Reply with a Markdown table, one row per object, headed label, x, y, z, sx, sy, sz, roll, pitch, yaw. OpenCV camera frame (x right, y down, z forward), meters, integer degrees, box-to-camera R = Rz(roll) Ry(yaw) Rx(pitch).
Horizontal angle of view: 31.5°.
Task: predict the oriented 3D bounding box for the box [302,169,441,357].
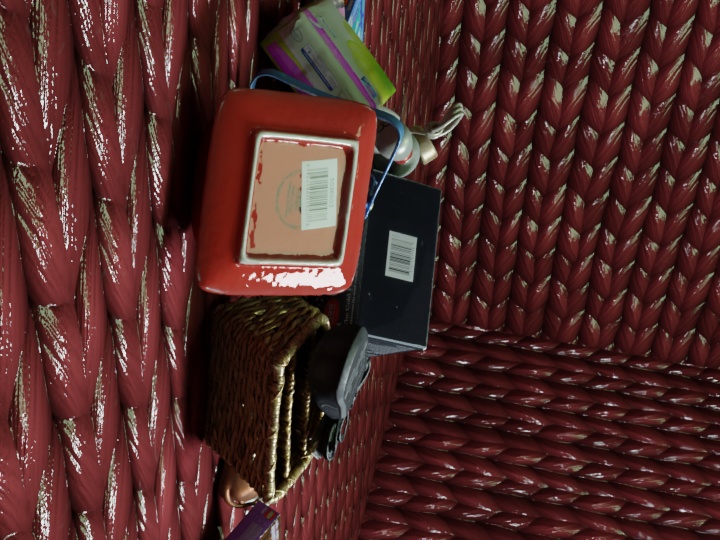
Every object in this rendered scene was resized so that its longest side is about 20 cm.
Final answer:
| label | x | y | z | sx | sy | sz | roll | pitch | yaw |
| --- | --- | --- | --- | --- | --- | --- | --- | --- | --- |
| box | 0.000 | 0.000 | 1.569 | 0.182 | 0.104 | 0.201 | -17 | -117 | 58 |

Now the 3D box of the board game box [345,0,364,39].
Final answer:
| label | x | y | z | sx | sy | sz | roll | pitch | yaw |
| --- | --- | --- | --- | --- | --- | --- | --- | --- | --- |
| board game box | -0.030 | -0.319 | 1.888 | 0.153 | 0.045 | 0.201 | -74 | 171 | -46 |

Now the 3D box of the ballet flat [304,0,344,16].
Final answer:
| label | x | y | z | sx | sy | sz | roll | pitch | yaw |
| --- | --- | --- | --- | --- | --- | --- | --- | --- | --- |
| ballet flat | -0.049 | -0.304 | 1.721 | 0.071 | 0.069 | 0.200 | -56 | 158 | -26 |

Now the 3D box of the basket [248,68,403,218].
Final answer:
| label | x | y | z | sx | sy | sz | roll | pitch | yaw |
| --- | --- | --- | --- | --- | --- | --- | --- | --- | --- |
| basket | -0.057 | -0.109 | 1.429 | 0.139 | 0.175 | 0.201 | -59 | 169 | -62 |

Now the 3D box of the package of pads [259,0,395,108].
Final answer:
| label | x | y | z | sx | sy | sz | roll | pitch | yaw |
| --- | --- | --- | --- | --- | --- | --- | --- | --- | --- |
| package of pads | -0.038 | -0.247 | 1.547 | 0.155 | 0.068 | 0.200 | 53 | 18 | -7 |

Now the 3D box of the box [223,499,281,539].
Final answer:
| label | x | y | z | sx | sy | sz | roll | pitch | yaw |
| --- | --- | --- | --- | --- | --- | --- | --- | --- | --- |
| box | -0.157 | 0.408 | 1.668 | 0.137 | 0.039 | 0.201 | -47 | 154 | -33 |

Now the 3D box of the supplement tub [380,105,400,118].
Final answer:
| label | x | y | z | sx | sy | sz | roll | pitch | yaw |
| --- | --- | --- | --- | --- | --- | --- | --- | --- | --- |
| supplement tub | -0.024 | -0.128 | 1.784 | 0.144 | 0.143 | 0.201 | 68 | 32 | -77 |

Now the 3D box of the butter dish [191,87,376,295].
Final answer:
| label | x | y | z | sx | sy | sz | roll | pitch | yaw |
| --- | --- | --- | --- | --- | --- | --- | --- | --- | --- |
| butter dish | -0.101 | -0.084 | 1.300 | 0.199 | 0.147 | 0.201 | 1 | 100 | -38 |

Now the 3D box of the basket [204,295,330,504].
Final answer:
| label | x | y | z | sx | sy | sz | roll | pitch | yaw |
| --- | --- | --- | --- | --- | --- | --- | --- | --- | --- |
| basket | -0.083 | 0.140 | 1.465 | 0.142 | 0.149 | 0.201 | -12 | 120 | -34 |

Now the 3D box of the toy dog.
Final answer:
| label | x | y | z | sx | sy | sz | roll | pitch | yaw |
| --- | --- | --- | --- | --- | --- | --- | --- | --- | --- |
| toy dog | 0.034 | -0.165 | 1.552 | 0.132 | 0.096 | 0.200 | -35 | 172 | -20 |

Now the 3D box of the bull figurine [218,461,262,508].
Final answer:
| label | x | y | z | sx | sy | sz | roll | pitch | yaw |
| --- | --- | --- | --- | --- | --- | --- | --- | --- | --- |
| bull figurine | -0.128 | 0.217 | 1.674 | 0.121 | 0.065 | 0.201 | 42 | 64 | -52 |

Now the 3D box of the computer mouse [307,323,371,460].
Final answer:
| label | x | y | z | sx | sy | sz | roll | pitch | yaw |
| --- | --- | --- | --- | --- | --- | --- | --- | --- | --- |
| computer mouse | -0.030 | 0.121 | 1.440 | 0.200 | 0.052 | 0.139 | 93 | 19 | -64 |

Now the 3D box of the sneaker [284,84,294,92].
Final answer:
| label | x | y | z | sx | sy | sz | roll | pitch | yaw |
| --- | --- | --- | --- | --- | --- | --- | --- | --- | --- |
| sneaker | -0.066 | -0.166 | 1.660 | 0.073 | 0.081 | 0.201 | -62 | 159 | -63 |
